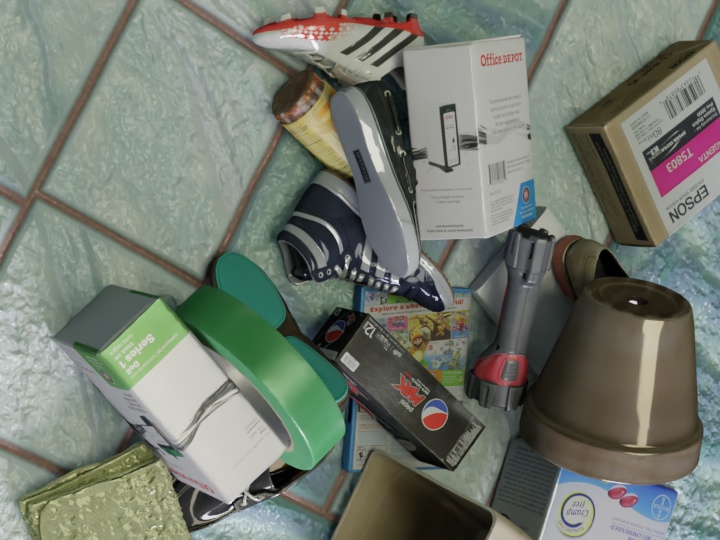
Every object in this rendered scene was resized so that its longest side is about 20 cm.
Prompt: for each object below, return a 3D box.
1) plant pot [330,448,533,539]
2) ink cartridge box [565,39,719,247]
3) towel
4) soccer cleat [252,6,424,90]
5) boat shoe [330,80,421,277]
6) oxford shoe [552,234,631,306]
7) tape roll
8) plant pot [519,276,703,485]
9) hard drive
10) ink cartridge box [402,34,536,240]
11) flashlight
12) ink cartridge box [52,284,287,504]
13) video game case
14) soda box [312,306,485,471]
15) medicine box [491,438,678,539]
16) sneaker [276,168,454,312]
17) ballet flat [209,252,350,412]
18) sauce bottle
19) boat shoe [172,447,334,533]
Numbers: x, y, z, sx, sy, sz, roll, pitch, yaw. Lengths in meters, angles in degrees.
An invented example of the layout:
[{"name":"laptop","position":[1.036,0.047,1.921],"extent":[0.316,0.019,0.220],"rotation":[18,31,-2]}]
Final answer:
[{"name":"plant pot","position":[0.090,0.334,1.711],"extent":[0.177,0.200,0.200],"rotation":[29,86,-41]},{"name":"ink cartridge box","position":[0.355,-0.148,1.886],"extent":[0.200,0.075,0.165],"rotation":[-38,111,-23]},{"name":"towel","position":[-0.234,0.279,1.585],"extent":[0.148,0.036,0.201],"rotation":[-21,104,-11]},{"name":"soccer cleat","position":[-0.018,-0.222,1.661],"extent":[0.199,0.069,0.086],"rotation":[-4,93,-35]},{"name":"boat shoe","position":[0.029,-0.094,1.626],"extent":[0.057,0.069,0.201],"rotation":[-25,104,-30]},{"name":"oxford shoe","position":[0.286,0.051,1.833],"extent":[0.070,0.075,0.200],"rotation":[-43,115,-20]},{"name":"tape roll","position":[-0.103,0.104,1.565],"extent":[0.048,0.200,0.201],"rotation":[-45,115,-19]},{"name":"plant pot","position":[0.283,0.108,1.746],"extent":[0.199,0.200,0.174],"rotation":[-4,114,-30]},{"name":"hard drive","position":[0.222,0.044,1.853],"extent":[0.132,0.027,0.200],"rotation":[-49,117,-17]},{"name":"ink cartridge box","position":[0.117,-0.141,1.706],"extent":[0.146,0.084,0.201],"rotation":[-19,106,-61]},{"name":"flashlight","position":[0.165,0.050,1.771],"extent":[0.068,0.068,0.201],"rotation":[-17,120,-59]},{"name":"ink cartridge box","position":[-0.181,0.116,1.545],"extent":[0.084,0.146,0.200],"rotation":[-44,111,-17]},{"name":"video game case","position":[0.051,0.117,1.765],"extent":[0.143,0.018,0.201],"rotation":[2,94,-30]},{"name":"soda box","position":[0.036,0.125,1.704],"extent":[0.200,0.071,0.063],"rotation":[45,72,-27]},{"name":"medicine box","position":[0.240,0.314,1.848],"extent":[0.182,0.103,0.201],"rotation":[20,84,-31]},{"name":"sneaker","position":[0.000,0.000,1.685],"extent":[0.200,0.070,0.109],"rotation":[44,69,-15]},{"name":"ballet flat","position":[-0.090,0.074,1.633],"extent":[0.068,0.068,0.200],"rotation":[-31,76,-27]},{"name":"sauce bottle","position":[-0.005,-0.122,1.680],"extent":[0.200,0.066,0.066],"rotation":[41,75,-29]},{"name":"boat shoe","position":[-0.115,0.206,1.646],"extent":[0.200,0.068,0.072],"rotation":[-27,108,-21]}]
